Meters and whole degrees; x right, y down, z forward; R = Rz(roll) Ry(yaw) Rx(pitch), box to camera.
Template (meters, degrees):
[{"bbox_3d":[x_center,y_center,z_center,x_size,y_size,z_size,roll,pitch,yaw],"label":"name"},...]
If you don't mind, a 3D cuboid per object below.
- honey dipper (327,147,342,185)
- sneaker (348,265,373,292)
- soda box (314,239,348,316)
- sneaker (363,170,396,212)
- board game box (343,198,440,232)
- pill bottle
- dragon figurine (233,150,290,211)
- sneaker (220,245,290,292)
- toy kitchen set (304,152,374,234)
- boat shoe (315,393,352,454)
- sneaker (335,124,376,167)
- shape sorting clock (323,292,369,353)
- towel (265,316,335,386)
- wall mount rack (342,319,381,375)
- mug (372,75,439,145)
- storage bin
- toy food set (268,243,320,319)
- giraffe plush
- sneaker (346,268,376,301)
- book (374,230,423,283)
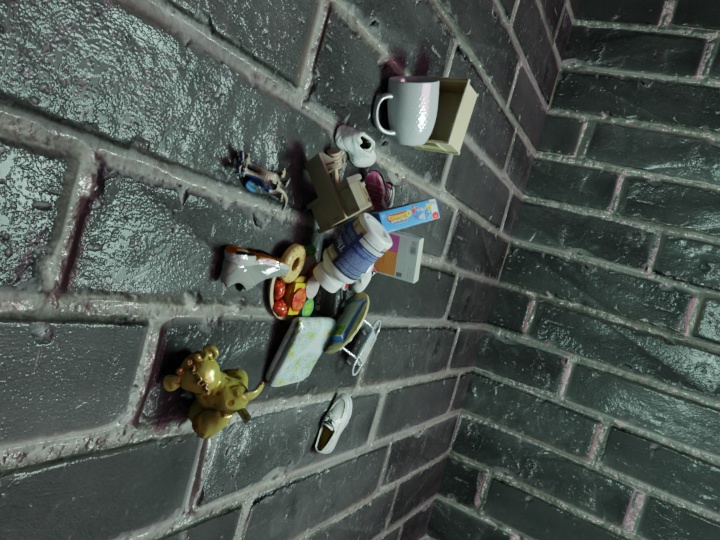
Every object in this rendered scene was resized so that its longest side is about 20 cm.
[{"bbox_3d":[-0.061,-0.226,1.571,0.038,0.038,0.202,-47,145,-40],"label":"honey dipper"},{"bbox_3d":[0.000,0.000,1.659,0.089,0.074,0.202,-76,-176,-49],"label":"sneaker"},{"bbox_3d":[-0.072,0.019,1.650,0.063,0.070,0.203,-15,118,-62],"label":"soda box"},{"bbox_3d":[0.060,-0.241,1.756,0.088,0.073,0.201,-61,155,-22],"label":"sneaker"},{"bbox_3d":[0.083,-0.143,1.646,0.194,0.199,0.057,-18,98,-30],"label":"board game box"},{"bbox_3d":[-0.024,-0.040,1.491,0.200,0.112,0.111,-43,159,18],"label":"pill bottle"},{"bbox_3d":[-0.209,-0.194,1.281,0.200,0.098,0.060,71,39,-77],"label":"dragon figurine"},{"bbox_3d":[-0.241,0.004,1.334,0.199,0.075,0.093,11,103,-56],"label":"sneaker"},{"bbox_3d":[-0.027,-0.218,1.467,0.179,0.199,0.165,-26,93,-36],"label":"toy kitchen set"},{"bbox_3d":[-0.090,0.486,1.892,0.202,0.070,0.070,-64,155,-4],"label":"boat shoe"},{"bbox_3d":[0.005,-0.323,1.596,0.200,0.079,0.071,25,82,-64],"label":"sneaker"},{"bbox_3d":[-0.043,0.148,1.676,0.039,0.199,0.201,41,62,-20],"label":"shape sorting clock"},{"bbox_3d":[-0.157,0.213,1.582,0.171,0.048,0.202,5,114,-63],"label":"towel"},{"bbox_3d":[-0.011,0.222,1.888,0.202,0.074,0.174,-61,154,-23],"label":"wall mount rack"},{"bbox_3d":[0.125,-0.453,1.698,0.197,0.148,0.178,-10,117,-24],"label":"mug"},{"bbox_3d":[0.233,-0.474,1.813,0.093,0.197,0.203,20,87,-54],"label":"storage bin"},{"bbox_3d":[-0.162,0.030,1.511,0.197,0.048,0.203,7,99,-63],"label":"toy food set"},{"bbox_3d":[-0.320,0.237,1.239,0.163,0.199,0.173,51,60,-25],"label":"giraffe plush"},{"bbox_3d":[-0.001,0.013,1.759,0.079,0.094,0.203,-14,119,-61],"label":"sneaker"},{"bbox_3d":[0.085,-0.055,1.766,0.048,0.198,0.136,-24,127,-54],"label":"book"}]
